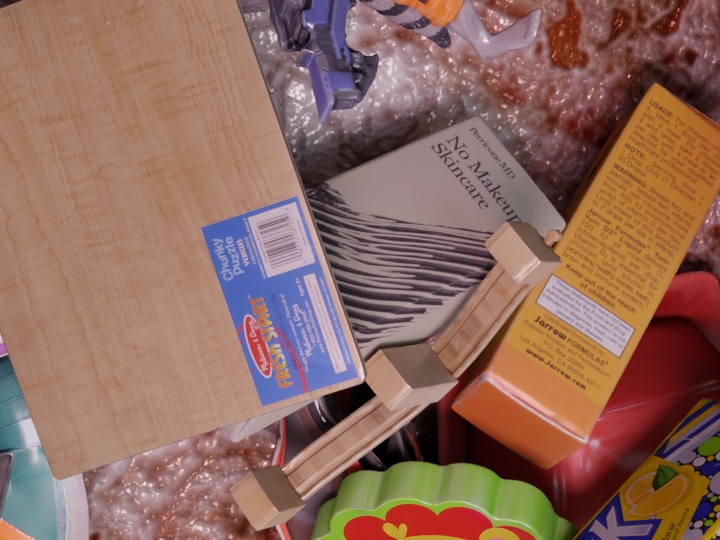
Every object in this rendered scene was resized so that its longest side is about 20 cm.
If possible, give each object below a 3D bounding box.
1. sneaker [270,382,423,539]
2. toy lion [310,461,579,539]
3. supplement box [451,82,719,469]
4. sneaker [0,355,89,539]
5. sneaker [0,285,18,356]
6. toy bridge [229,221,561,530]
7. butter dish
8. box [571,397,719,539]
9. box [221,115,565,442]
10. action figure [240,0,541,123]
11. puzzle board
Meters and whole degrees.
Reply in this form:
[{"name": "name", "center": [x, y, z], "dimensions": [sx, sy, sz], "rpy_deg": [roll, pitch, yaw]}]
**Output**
[{"name": "sneaker", "center": [-0.003, 0.105, 0.966], "dimensions": [0.077, 0.082, 0.201], "rpy_deg": [-25, 120, -20]}, {"name": "toy lion", "center": [0.036, 0.181, 0.964], "dimensions": [0.199, 0.069, 0.192], "rpy_deg": [-24, 121, 31]}, {"name": "supplement box", "center": [0.126, 0.001, 0.964], "dimensions": [0.069, 0.067, 0.201], "rpy_deg": [31, 67, -2]}, {"name": "sneaker", "center": [-0.179, 0.135, 0.878], "dimensions": [0.080, 0.071, 0.201], "rpy_deg": [-11, 119, -28]}, {"name": "sneaker", "center": [-0.142, -0.027, 0.852], "dimensions": [0.199, 0.075, 0.100], "rpy_deg": [-31, 98, -14]}, {"name": "toy bridge", "center": [0.024, 0.049, 0.876], "dimensions": [0.200, 0.027, 0.067], "rpy_deg": [-44, 163, 18]}, {"name": "butter dish", "center": [0.155, 0.124, 1.029], "dimensions": [0.199, 0.148, 0.201], "rpy_deg": [-12, 116, -27]}, {"name": "box", "center": [0.143, 0.152, 0.886], "dimensions": [0.200, 0.070, 0.065], "rpy_deg": [-41, 122, -27]}, {"name": "box", "center": [0.000, 0.000, 0.886], "dimensions": [0.200, 0.082, 0.068], "rpy_deg": [-28, 162, -38]}, {"name": "action figure", "center": [-0.017, -0.133, 0.839], "dimensions": [0.192, 0.201, 0.105], "rpy_deg": [8, 149, -25]}, {"name": "puzzle board", "center": [-0.097, -0.025, 0.787], "dimensions": [0.150, 0.017, 0.201], "rpy_deg": [-18, 96, 13]}]
